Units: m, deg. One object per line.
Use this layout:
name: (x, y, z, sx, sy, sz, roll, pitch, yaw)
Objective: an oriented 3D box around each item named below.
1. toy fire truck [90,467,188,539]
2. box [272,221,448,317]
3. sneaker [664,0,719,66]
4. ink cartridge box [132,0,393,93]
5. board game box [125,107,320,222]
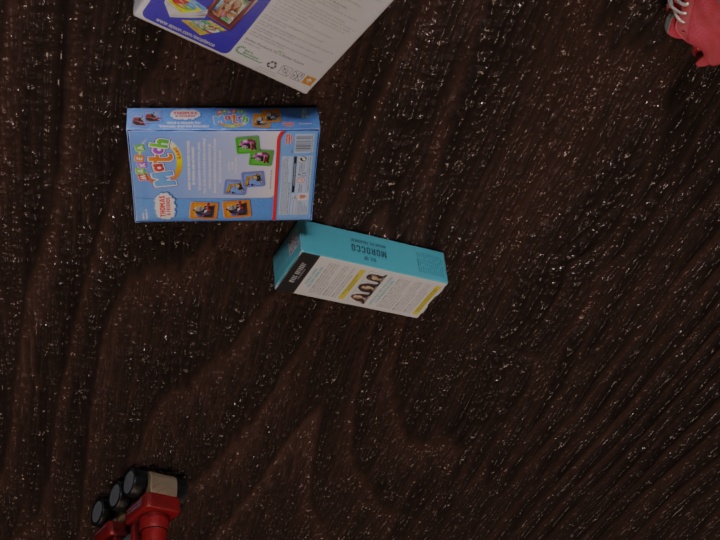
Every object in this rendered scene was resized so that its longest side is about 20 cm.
toy fire truck: (-0.331, 0.436, 1.893, 0.128, 0.202, 0.176, 19, 137, -31)
box: (0.000, 0.000, 1.473, 0.198, 0.050, 0.082, 13, 140, -25)
sneaker: (0.324, -0.254, 1.154, 0.086, 0.074, 0.200, -23, 141, 24)
ink cartridge box: (-0.073, -0.266, 1.101, 0.196, 0.047, 0.200, 21, 134, -31)
board game box: (-0.147, -0.111, 1.307, 0.198, 0.037, 0.152, -2, 144, -8)
